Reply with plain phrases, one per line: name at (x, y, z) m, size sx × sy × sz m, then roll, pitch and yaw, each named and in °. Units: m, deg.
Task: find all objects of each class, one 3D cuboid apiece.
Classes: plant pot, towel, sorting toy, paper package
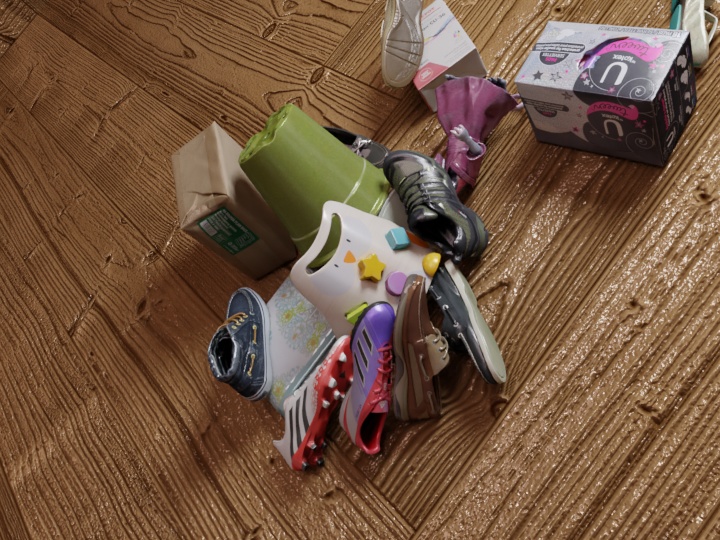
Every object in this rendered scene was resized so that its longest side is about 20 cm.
plant pot at (-0.084, -0.144, 1.031) m, size 0.199 × 0.190 × 0.202 m, roll -38°, pitch 24°, yaw 21°
towel at (-0.096, 0.102, 1.035) m, size 0.201 × 0.048 × 0.170 m, roll -51°, pitch 46°, yaw -3°
sorting toy at (0.000, 0.000, 0.927) m, size 0.204 × 0.177 × 0.106 m, roll -64°, pitch 16°, yaw -14°
paper package at (-0.213, -0.113, 1.135) m, size 0.102 × 0.200 × 0.194 m, roll -30°, pitch 52°, yaw 13°

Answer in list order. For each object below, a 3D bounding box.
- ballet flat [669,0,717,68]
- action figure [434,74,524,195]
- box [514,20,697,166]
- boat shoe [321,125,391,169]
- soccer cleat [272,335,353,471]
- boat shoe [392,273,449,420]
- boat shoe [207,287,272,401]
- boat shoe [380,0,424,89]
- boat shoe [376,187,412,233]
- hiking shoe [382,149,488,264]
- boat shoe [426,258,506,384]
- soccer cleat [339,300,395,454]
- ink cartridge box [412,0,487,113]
ballet flat at (0.469, -0.367, 0.940) m, size 0.061 × 0.068 × 0.205 m, roll 14°, pitch 73°, yaw 8°
action figure at (0.157, -0.190, 1.024) m, size 0.133 × 0.146 × 0.206 m, roll 5°, pitch 84°, yaw 55°
box at (0.327, -0.241, 0.899) m, size 0.197 × 0.132 × 0.116 m, roll 22°, pitch 74°, yaw 40°
boat shoe at (-0.029, -0.211, 1.165) m, size 0.197 × 0.057 × 0.068 m, roll 21°, pitch 75°, yaw 39°
soccer cleat at (-0.064, 0.178, 0.928) m, size 0.084 × 0.068 × 0.205 m, roll 26°, pitch 100°, yaw 36°
boat shoe at (0.080, 0.100, 0.850) m, size 0.070 × 0.205 × 0.076 m, roll 5°, pitch 27°, yaw 13°
boat shoe at (-0.185, 0.092, 1.009) m, size 0.070 × 0.091 × 0.203 m, roll -30°, pitch 49°, yaw 15°
boat shoe at (0.067, -0.393, 1.124) m, size 0.064 × 0.069 × 0.206 m, roll 158°, pitch 124°, yaw -67°
boat shoe at (0.029, -0.056, 1.027) m, size 0.061 × 0.072 × 0.203 m, roll 6°, pitch 64°, yaw 53°
hiking shoe at (0.095, -0.096, 0.942) m, size 0.200 × 0.100 × 0.076 m, roll 47°, pitch 121°, yaw 16°
boat shoe at (0.130, 0.075, 0.882) m, size 0.065 × 0.074 × 0.203 m, roll -32°, pitch 50°, yaw 15°
soccer cleat at (0.019, 0.139, 0.864) m, size 0.073 × 0.066 × 0.205 m, roll 44°, pitch 129°, yaw 53°
ink cartridge box at (0.125, -0.385, 1.159) m, size 0.115 × 0.067 × 0.203 m, roll -33°, pitch 50°, yaw 14°
